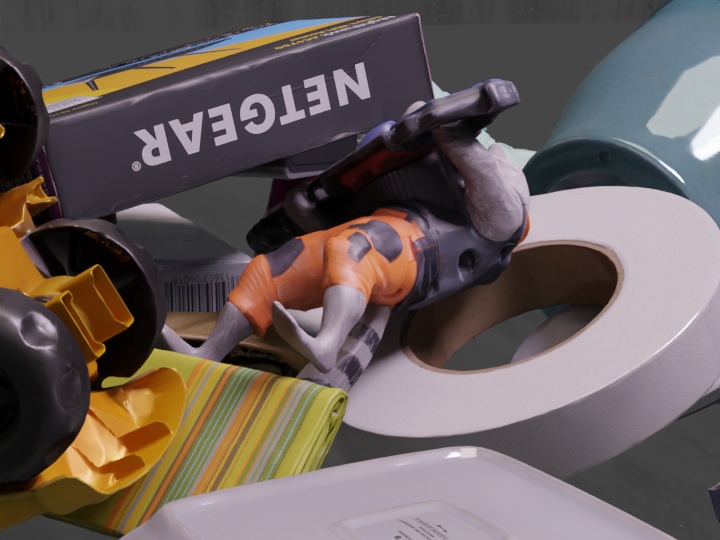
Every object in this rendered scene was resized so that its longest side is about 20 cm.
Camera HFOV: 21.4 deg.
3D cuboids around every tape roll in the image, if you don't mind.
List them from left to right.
[{"bbox_3d":[0.074,0.028,0.871,0.202,0.037,0.203,-19,25,9],"label":"tape roll"}]

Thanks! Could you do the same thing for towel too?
[{"bbox_3d":[-0.100,0.070,0.791,0.200,0.018,0.086,10,59,36],"label":"towel"}]

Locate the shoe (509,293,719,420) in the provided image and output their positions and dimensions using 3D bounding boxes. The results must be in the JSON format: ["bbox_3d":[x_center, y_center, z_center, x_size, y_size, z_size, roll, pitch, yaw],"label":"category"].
[{"bbox_3d":[0.170,0.043,0.941,0.199,0.072,0.091,-21,-26,-2],"label":"shoe"}]

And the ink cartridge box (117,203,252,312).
[{"bbox_3d":[-0.145,0.001,1.138,0.109,0.051,0.200,-5,13,-21],"label":"ink cartridge box"}]

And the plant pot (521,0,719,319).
[{"bbox_3d":[0.188,-0.045,1.074,0.200,0.201,0.188,10,30,37],"label":"plant pot"}]

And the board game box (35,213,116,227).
[{"bbox_3d":[-0.247,0.011,0.976,0.199,0.097,0.159,-7,15,-33],"label":"board game box"}]

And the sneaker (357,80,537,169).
[{"bbox_3d":[0.073,-0.076,1.279,0.118,0.074,0.201,-10,59,-43],"label":"sneaker"}]

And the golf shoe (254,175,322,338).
[{"bbox_3d":[-0.024,-0.002,1.066,0.075,0.092,0.200,-1,14,-16],"label":"golf shoe"}]

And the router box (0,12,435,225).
[{"bbox_3d":[-0.086,-0.074,0.905,0.200,0.051,0.149,-21,15,-29],"label":"router box"}]

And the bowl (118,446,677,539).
[{"bbox_3d":[0.019,0.114,0.584,0.199,0.075,0.200,-7,16,-29],"label":"bowl"}]

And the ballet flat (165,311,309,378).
[{"bbox_3d":[-0.113,0.049,0.889,0.199,0.069,0.063,-4,23,-17],"label":"ballet flat"}]

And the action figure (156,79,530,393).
[{"bbox_3d":[0.000,0.000,0.876,0.193,0.105,0.200,-31,1,-33],"label":"action figure"}]

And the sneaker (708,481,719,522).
[{"bbox_3d":[0.190,0.070,0.769,0.129,0.080,0.199,-21,-1,-8],"label":"sneaker"}]

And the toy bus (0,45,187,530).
[{"bbox_3d":[-0.192,0.019,0.733,0.192,0.200,0.136,-27,10,18],"label":"toy bus"}]

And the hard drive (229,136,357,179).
[{"bbox_3d":[-0.116,-0.075,1.091,0.199,0.033,0.140,4,6,15],"label":"hard drive"}]
